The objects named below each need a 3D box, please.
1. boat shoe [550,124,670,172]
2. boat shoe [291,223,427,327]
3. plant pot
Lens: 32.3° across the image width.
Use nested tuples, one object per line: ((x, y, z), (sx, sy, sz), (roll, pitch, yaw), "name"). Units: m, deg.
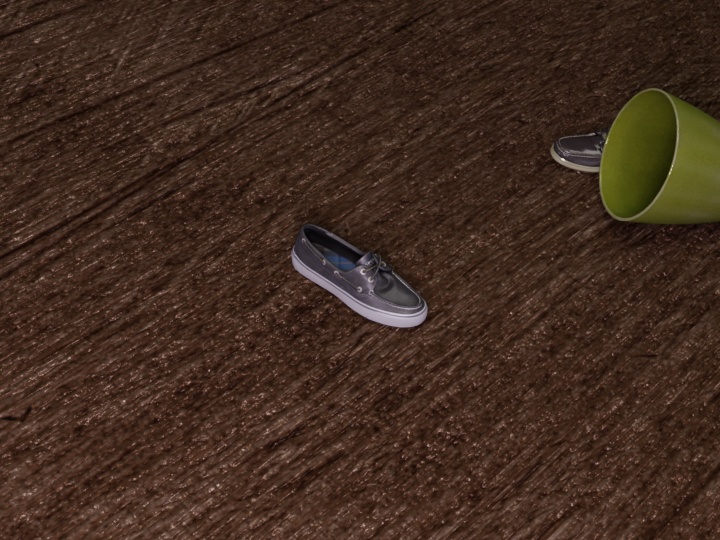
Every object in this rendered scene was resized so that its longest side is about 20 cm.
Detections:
((0.382, -0.190, 1.858), (0.197, 0.065, 0.074), (-1, 46, -12), "boat shoe")
((0.000, 0.000, 1.578), (0.199, 0.067, 0.070), (32, 47, 21), "boat shoe")
((0.473, -0.141, 1.766), (0.198, 0.188, 0.188), (12, 40, -21), "plant pot")
